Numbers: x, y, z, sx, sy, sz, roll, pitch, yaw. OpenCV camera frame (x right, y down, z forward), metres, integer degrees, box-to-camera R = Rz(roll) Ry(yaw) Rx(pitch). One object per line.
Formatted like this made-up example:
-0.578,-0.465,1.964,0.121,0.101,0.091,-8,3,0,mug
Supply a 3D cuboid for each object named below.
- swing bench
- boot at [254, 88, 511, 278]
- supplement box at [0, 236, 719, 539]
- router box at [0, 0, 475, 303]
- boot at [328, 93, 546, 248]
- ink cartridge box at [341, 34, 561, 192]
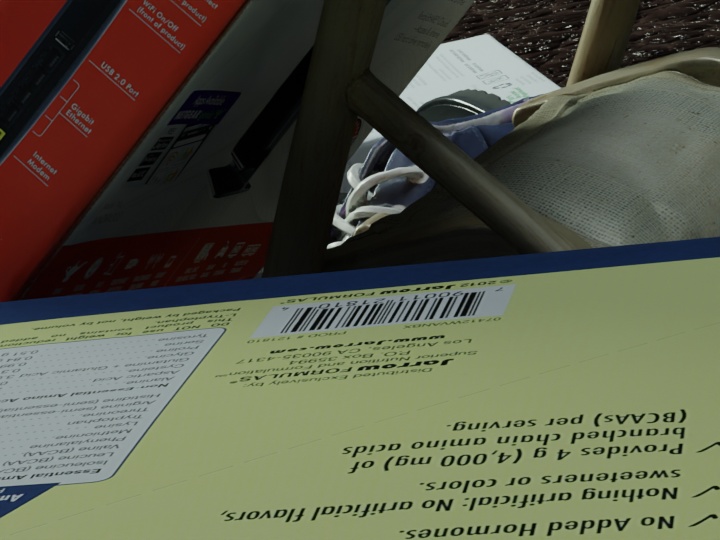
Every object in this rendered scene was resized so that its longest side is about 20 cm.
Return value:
0.043,0.001,0.675,0.130,0.200,0.199,41,37,9,swing bench
-0.015,-0.012,0.971,0.200,0.066,0.165,-20,17,-23,boot
-0.006,0.089,0.432,0.200,0.135,0.200,-6,15,12,supplement box
-0.022,-0.073,0.625,0.049,0.180,0.200,41,12,9,router box
0.000,0.000,0.847,0.200,0.091,0.073,-18,18,-32,boot
-0.008,-0.069,1.204,0.200,0.041,0.200,-10,15,-5,ink cartridge box
